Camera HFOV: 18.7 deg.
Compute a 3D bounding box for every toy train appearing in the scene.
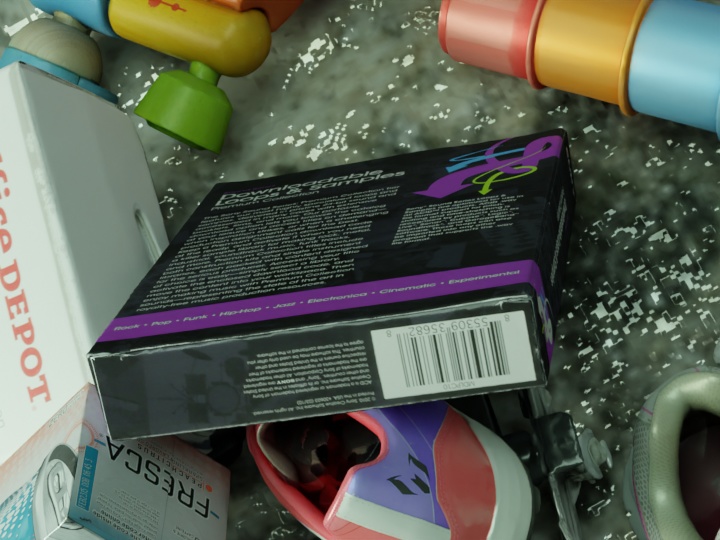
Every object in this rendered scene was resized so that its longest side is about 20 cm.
[{"bbox_3d":[-0.048,-0.096,0.858,0.200,0.085,0.116,22,88,27],"label":"toy train"}]

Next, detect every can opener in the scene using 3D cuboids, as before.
[{"bbox_3d":[0.073,0.129,0.766,0.066,0.053,0.200,-18,70,6],"label":"can opener"}]

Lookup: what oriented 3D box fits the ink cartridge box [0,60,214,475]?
[{"bbox_3d":[-0.170,0.031,0.821,0.200,0.085,0.146,-23,71,17],"label":"ink cartridge box"}]

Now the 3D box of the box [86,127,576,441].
[{"bbox_3d":[0.000,0.000,0.765,0.143,0.200,0.036,-8,108,12],"label":"box"}]

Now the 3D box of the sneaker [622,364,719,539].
[{"bbox_3d":[0.148,0.110,0.722,0.081,0.088,0.200,-40,58,-2],"label":"sneaker"}]

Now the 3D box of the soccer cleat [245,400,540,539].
[{"bbox_3d":[-0.014,0.048,0.761,0.068,0.073,0.200,-63,32,9],"label":"soccer cleat"}]

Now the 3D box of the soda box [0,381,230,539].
[{"bbox_3d":[-0.131,0.129,0.754,0.200,0.064,0.068,-43,27,29],"label":"soda box"}]

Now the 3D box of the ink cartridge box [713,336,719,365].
[{"bbox_3d":[0.238,0.004,0.715,0.200,0.083,0.145,24,88,4],"label":"ink cartridge box"}]

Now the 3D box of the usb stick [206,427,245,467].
[{"bbox_3d":[-0.116,0.009,0.867,0.055,0.033,0.200,-38,66,0],"label":"usb stick"}]

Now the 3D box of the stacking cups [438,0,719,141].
[{"bbox_3d":[0.128,-0.079,0.829,0.200,0.061,0.061,18,76,24],"label":"stacking cups"}]
